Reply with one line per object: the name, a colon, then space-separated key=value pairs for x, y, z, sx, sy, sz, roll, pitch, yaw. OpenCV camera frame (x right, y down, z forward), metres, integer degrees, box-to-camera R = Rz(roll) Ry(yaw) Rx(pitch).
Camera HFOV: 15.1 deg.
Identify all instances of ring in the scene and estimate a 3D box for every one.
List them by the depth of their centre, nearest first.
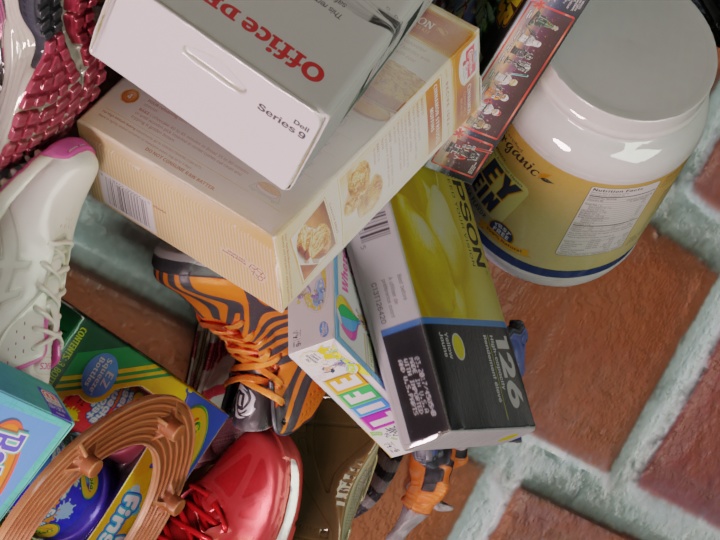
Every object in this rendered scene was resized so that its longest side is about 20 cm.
ring: x=-0.164 y=0.162 z=1.641 sx=0.200 sy=0.019 sz=0.201 roll=-45 pitch=156 yaw=-26

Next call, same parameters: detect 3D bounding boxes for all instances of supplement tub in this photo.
supplement tub: x=0.148 y=-0.096 z=1.810 sx=0.144 sy=0.145 sz=0.200 roll=-31 pitch=162 yaw=-29

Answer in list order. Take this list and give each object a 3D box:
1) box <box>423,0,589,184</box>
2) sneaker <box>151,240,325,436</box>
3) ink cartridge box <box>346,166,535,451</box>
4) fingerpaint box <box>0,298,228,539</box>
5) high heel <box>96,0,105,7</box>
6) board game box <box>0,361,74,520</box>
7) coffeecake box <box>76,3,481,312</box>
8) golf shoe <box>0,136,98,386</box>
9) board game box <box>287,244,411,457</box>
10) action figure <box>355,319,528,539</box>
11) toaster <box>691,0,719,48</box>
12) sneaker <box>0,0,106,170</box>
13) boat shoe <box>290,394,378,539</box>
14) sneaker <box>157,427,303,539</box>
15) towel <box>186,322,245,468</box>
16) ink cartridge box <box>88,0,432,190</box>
box: x=0.095 y=-0.173 z=1.723 sx=0.040 sy=0.137 sz=0.201 roll=19 pitch=124 yaw=-20
sneaker: x=-0.069 y=0.047 z=1.734 sx=0.199 sy=0.077 sz=0.113 roll=18 pitch=89 yaw=-51
ink cartridge box: x=0.056 y=0.014 z=1.749 sx=0.200 sy=0.047 sz=0.199 roll=2 pitch=69 yaw=-64
fingerpaint box: x=-0.200 y=0.129 z=1.697 sx=0.201 sy=0.073 sz=0.167 roll=-56 pitch=140 yaw=-4
high heel: x=-0.101 y=-0.246 z=1.588 sx=0.200 sy=0.071 sz=0.143 roll=-38 pitch=144 yaw=-23
board game box: x=-0.281 y=0.098 z=1.513 sx=0.199 sy=0.045 sz=0.152 roll=30 pitch=103 yaw=-40
coffeecake box: x=-0.046 y=-0.095 z=1.631 sx=0.200 sy=0.153 sz=0.073 roll=-46 pitch=152 yaw=-28
golf shoe: x=-0.199 y=0.018 z=1.598 sx=0.201 sy=0.091 sz=0.075 roll=-57 pitch=162 yaw=11
board game box: x=0.000 y=0.000 z=1.734 sx=0.034 sy=0.201 sz=0.135 roll=-19 pitch=140 yaw=22
action figure: x=0.041 y=0.106 z=1.912 sx=0.200 sy=0.104 sz=0.195 roll=-33 pitch=134 yaw=-63
toaster: x=0.214 y=-0.239 z=1.816 sx=0.119 sy=0.180 sz=0.200 roll=-53 pitch=139 yaw=-10
sneaker: x=-0.190 y=-0.143 z=1.549 sx=0.080 sy=0.074 sz=0.201 roll=-34 pitch=150 yaw=-42
boat shoe: x=-0.023 y=0.129 z=1.859 sx=0.065 sy=0.072 sz=0.202 roll=7 pitch=98 yaw=-86
sneaker: x=-0.123 y=0.186 z=1.794 sx=0.115 sy=0.078 sz=0.201 roll=10 pitch=114 yaw=-47
towel: x=-0.051 y=0.034 z=1.833 sx=0.143 sy=0.023 sz=0.201 roll=-10 pitch=119 yaw=-43
ink cartridge box: x=-0.042 y=-0.167 z=1.557 sx=0.200 sy=0.146 sz=0.084 roll=-54 pitch=177 yaw=-35
